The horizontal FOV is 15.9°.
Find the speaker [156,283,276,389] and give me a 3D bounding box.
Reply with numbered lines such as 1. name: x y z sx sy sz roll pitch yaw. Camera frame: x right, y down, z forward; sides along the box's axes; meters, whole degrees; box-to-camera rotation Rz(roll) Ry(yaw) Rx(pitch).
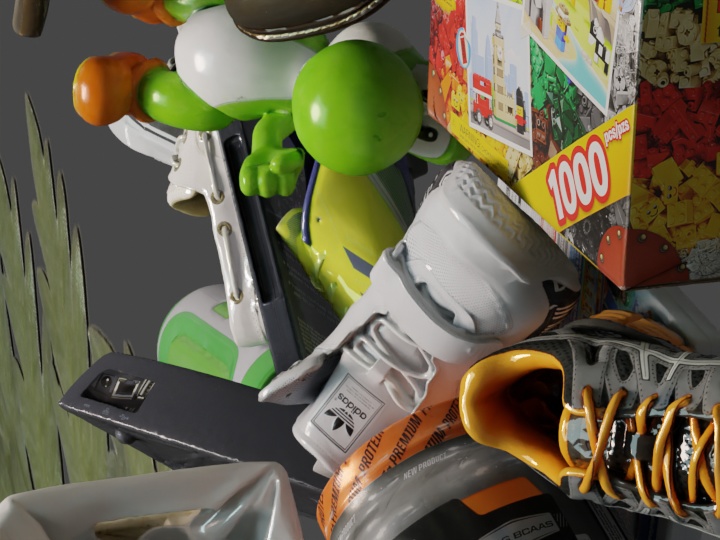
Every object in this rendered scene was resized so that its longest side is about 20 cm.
1. speaker: -0.057 0.062 1.473 0.200 0.088 0.089 -153 59 -69

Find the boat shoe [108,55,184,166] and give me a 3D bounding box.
1. boat shoe: -0.097 -0.100 1.594 0.200 0.072 0.071 32 117 56

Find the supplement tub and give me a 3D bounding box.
1. supplement tub: 0.067 0.155 1.006 0.201 0.122 0.123 59 151 30

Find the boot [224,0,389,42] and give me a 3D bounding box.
1. boot: -0.011 -0.163 1.099 0.199 0.097 0.075 -30 64 36

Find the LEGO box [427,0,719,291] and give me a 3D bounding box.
1. LEGO box: 0.095 -0.100 0.962 0.200 0.077 0.150 -132 40 -61

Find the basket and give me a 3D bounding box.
1. basket: -0.087 0.198 1.106 0.123 0.135 0.201 123 138 -69

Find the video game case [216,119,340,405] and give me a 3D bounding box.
1. video game case: -0.024 -0.003 1.325 0.143 0.019 0.201 38 -149 -58

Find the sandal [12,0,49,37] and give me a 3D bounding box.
1. sandal: -0.183 -0.192 1.261 0.082 0.054 0.201 102 157 -54

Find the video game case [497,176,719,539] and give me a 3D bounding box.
1. video game case: 0.098 0.045 1.095 0.200 0.018 0.144 -125 34 -56

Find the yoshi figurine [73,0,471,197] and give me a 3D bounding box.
1. yoshi figurine: -0.041 -0.093 1.209 0.112 0.199 0.113 -59 -27 -36

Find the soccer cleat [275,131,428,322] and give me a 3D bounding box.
1. soccer cleat: 0.000 0.000 1.274 0.065 0.083 0.201 131 130 -61

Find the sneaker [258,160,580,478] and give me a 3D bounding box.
1. sneaker: 0.023 0.032 1.052 0.075 0.115 0.200 44 168 9

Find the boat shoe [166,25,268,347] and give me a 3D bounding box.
1. boat shoe: -0.075 -0.053 1.400 0.071 0.069 0.201 49 -159 -68

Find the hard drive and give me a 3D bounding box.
1. hard drive: -0.034 0.092 1.244 0.199 0.135 0.043 15 78 33

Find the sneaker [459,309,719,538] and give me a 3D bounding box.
1. sneaker: 0.112 0.062 0.935 0.200 0.077 0.079 10 103 57
